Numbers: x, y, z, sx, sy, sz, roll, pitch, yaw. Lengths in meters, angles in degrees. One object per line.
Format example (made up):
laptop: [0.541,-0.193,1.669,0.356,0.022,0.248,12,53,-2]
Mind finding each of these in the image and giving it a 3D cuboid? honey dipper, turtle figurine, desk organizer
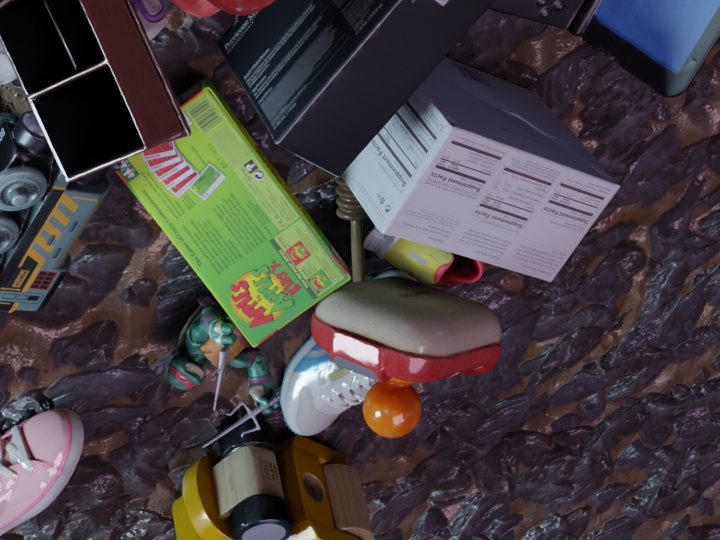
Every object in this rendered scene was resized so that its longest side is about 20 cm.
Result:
honey dipper: [0.000,0.000,1.434,0.038,0.038,0.200,-11,113,-20]
turtle figurine: [-0.110,0.057,1.428,0.200,0.101,0.150,-50,155,-5]
desk organizer: [-0.201,-0.167,1.092,0.077,0.072,0.200,-28,100,-25]

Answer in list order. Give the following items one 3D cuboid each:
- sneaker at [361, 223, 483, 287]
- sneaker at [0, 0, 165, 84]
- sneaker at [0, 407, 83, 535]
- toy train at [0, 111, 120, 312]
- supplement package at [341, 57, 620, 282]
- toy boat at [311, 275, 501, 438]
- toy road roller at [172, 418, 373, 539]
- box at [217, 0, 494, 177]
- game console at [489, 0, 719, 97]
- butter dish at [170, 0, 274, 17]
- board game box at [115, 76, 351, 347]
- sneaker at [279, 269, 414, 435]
sneaker: [0.079,-0.019,1.434,0.078,0.090,0.200,-59,160,21]
sneaker: [-0.244,-0.183,1.169,0.200,0.075,0.100,-6,154,-28]
sneaker: [-0.346,0.190,1.433,0.200,0.075,0.105,-40,142,15]
toy train: [-0.269,-0.045,1.253,0.114,0.085,0.200,5,134,-40]
supplement package: [0.088,-0.096,1.356,0.200,0.156,0.111,16,118,-38]
toy boat: [0.037,0.082,1.377,0.200,0.130,0.131,-8,114,-61]
toy road roller: [-0.098,0.247,1.601,0.146,0.123,0.200,-36,139,27]
box: [-0.003,-0.196,1.225,0.200,0.141,0.079,-47,137,17]
game console: [0.223,-0.264,1.305,0.172,0.119,0.200,7,124,-34]
butter dish: [-0.080,-0.263,1.115,0.200,0.148,0.199,-40,137,9]
board game box: [-0.107,-0.047,1.306,0.102,0.048,0.200,-35,108,5]
sneaker: [-0.004,0.093,1.534,0.076,0.081,0.200,19,119,-42]
